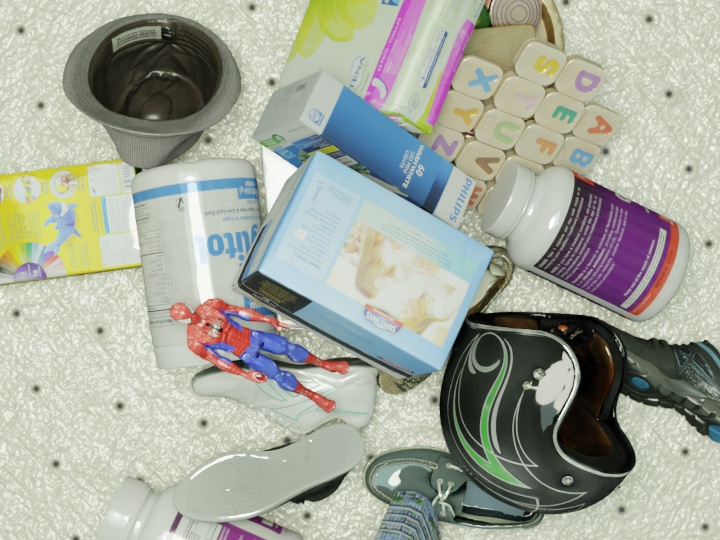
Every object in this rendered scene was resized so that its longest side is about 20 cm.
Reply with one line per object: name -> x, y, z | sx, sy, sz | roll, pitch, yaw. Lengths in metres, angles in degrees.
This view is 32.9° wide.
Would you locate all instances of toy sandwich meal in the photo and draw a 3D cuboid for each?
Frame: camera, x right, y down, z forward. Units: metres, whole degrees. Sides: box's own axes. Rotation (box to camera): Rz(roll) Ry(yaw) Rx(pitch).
toy sandwich meal -> 0.126, -0.236, 1.285 | 0.203, 0.070, 0.207 | 0, 90, 0

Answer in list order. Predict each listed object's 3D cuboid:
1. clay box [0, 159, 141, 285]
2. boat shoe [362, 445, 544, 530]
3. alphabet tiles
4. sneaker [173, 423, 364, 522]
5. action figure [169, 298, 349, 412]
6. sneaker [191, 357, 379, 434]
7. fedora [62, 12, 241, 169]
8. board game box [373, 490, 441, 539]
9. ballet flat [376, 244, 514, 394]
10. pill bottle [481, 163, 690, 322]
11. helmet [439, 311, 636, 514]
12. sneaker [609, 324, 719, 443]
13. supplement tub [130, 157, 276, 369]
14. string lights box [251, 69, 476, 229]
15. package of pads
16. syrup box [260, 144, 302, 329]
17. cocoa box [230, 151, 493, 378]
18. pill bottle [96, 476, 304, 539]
clay box -> -0.327, -0.049, 1.293 | 0.198, 0.048, 0.116 | -7, 90, 1
boat shoe -> 0.100, 0.232, 1.286 | 0.198, 0.062, 0.073 | 13, 89, 0
alphabet tiles -> 0.162, -0.139, 1.250 | 0.194, 0.015, 0.201 | 17, 121, -23
sneaker -> -0.093, 0.221, 1.258 | 0.198, 0.099, 0.071 | -17, 68, -12
action figure -> -0.099, 0.076, 1.182 | 0.199, 0.052, 0.066 | 27, 81, -29
sneaker -> -0.080, 0.134, 1.283 | 0.198, 0.070, 0.081 | 1, 96, 1
fedora -> -0.212, -0.173, 1.246 | 0.175, 0.091, 0.201 | 6, 47, -6
board game box -> 0.053, 0.349, 1.192 | 0.061, 0.200, 0.202 | -4, 106, 14
ballet flat -> 0.087, 0.050, 1.281 | 0.068, 0.075, 0.200 | 44, 90, -1
pill bottle -> 0.228, -0.034, 1.249 | 0.199, 0.112, 0.113 | 25, 90, -11
helmet -> 0.177, 0.144, 1.223 | 0.198, 0.200, 0.193 | 1, 96, 0
sneaker -> 0.331, 0.106, 1.295 | 0.199, 0.073, 0.082 | 30, 68, -2
supplement tub -> -0.160, -0.007, 1.253 | 0.131, 0.132, 0.202 | -9, 90, 0
string lights box -> 0.005, -0.109, 1.198 | 0.199, 0.103, 0.059 | 33, 70, -25
package of pads -> 0.016, -0.225, 1.234 | 0.068, 0.199, 0.156 | 23, 89, -44
syrup box -> -0.056, -0.041, 1.279 | 0.081, 0.079, 0.202 | -6, 90, -1
cocoa box -> 0.000, 0.000, 1.168 | 0.199, 0.131, 0.134 | 29, 75, -11
pill bottle -> -0.167, 0.289, 1.261 | 0.199, 0.112, 0.113 | 23, 90, 0
